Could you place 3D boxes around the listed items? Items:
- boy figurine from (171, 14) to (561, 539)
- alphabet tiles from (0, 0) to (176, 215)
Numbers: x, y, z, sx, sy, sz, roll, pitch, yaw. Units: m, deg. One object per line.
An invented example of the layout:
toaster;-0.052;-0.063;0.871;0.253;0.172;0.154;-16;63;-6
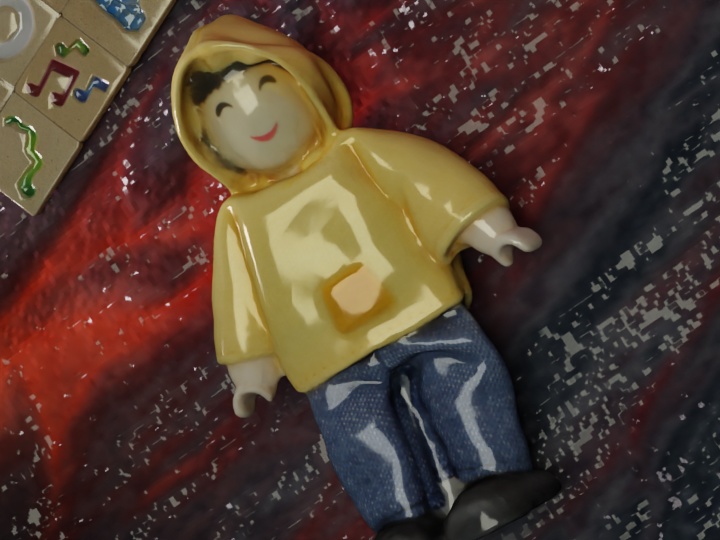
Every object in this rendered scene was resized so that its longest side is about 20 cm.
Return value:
boy figurine;0.000;0.000;0.951;0.124;0.064;0.200;-24;89;21
alphabet tiles;-0.145;-0.123;1.023;0.166;0.006;0.200;38;104;14
